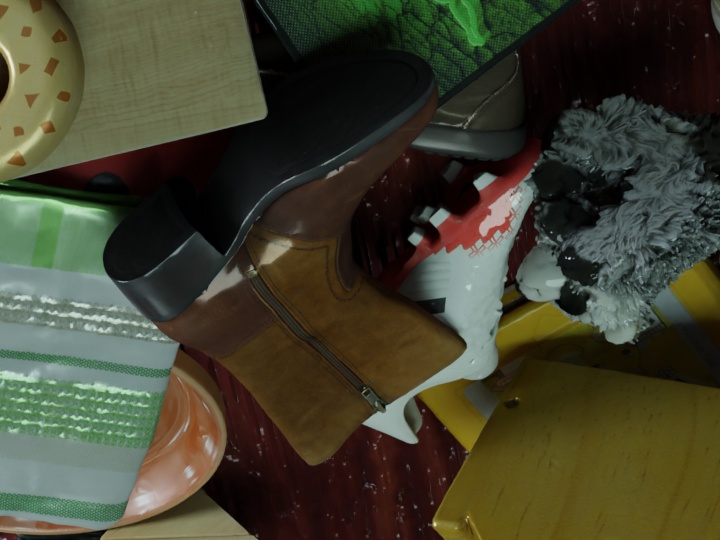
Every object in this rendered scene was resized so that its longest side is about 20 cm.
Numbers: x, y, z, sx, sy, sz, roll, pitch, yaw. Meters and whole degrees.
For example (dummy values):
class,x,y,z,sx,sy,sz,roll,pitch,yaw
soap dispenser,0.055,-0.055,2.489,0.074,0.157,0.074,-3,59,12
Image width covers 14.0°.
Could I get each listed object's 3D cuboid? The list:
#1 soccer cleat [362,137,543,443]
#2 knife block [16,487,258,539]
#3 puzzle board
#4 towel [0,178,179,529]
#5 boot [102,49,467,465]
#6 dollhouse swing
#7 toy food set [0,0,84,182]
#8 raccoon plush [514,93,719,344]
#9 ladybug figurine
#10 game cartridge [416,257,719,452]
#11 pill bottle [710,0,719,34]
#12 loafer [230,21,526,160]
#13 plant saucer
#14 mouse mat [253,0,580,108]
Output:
class,x,y,z,sx,sy,sz,roll,pitch,yaw
soccer cleat,0.051,0.011,1.548,0.085,0.069,0.200,35,118,-10
knife block,-0.131,0.204,1.624,0.175,0.200,0.064,-34,135,-20
puzzle board,-0.157,-0.122,1.388,0.199,0.017,0.151,-13,90,2
towel,-0.168,0.040,1.475,0.149,0.031,0.200,9,123,-17
boot,0.000,0.000,1.444,0.188,0.069,0.200,-41,134,6
dollhouse swing,0.172,0.155,1.559,0.199,0.182,0.176,9,135,26
toy food set,-0.242,-0.101,1.358,0.198,0.049,0.200,-34,90,2
raccoon plush,0.171,-0.019,1.468,0.199,0.097,0.134,-3,157,17
ladybug figurine,-0.121,-0.028,1.491,0.199,0.072,0.136,6,129,-14
game cartridge,0.145,0.070,1.649,0.176,0.032,0.200,-30,127,15
pill bottle,0.223,-0.199,1.383,0.111,0.111,0.200,-7,131,-5
loafer,-0.007,-0.104,1.459,0.199,0.073,0.071,5,109,-24
plant saucer,-0.171,0.079,1.573,0.200,0.032,0.201,-2,145,-1
mouse mat,0.017,-0.170,1.393,0.161,0.008,0.200,-37,120,-3
